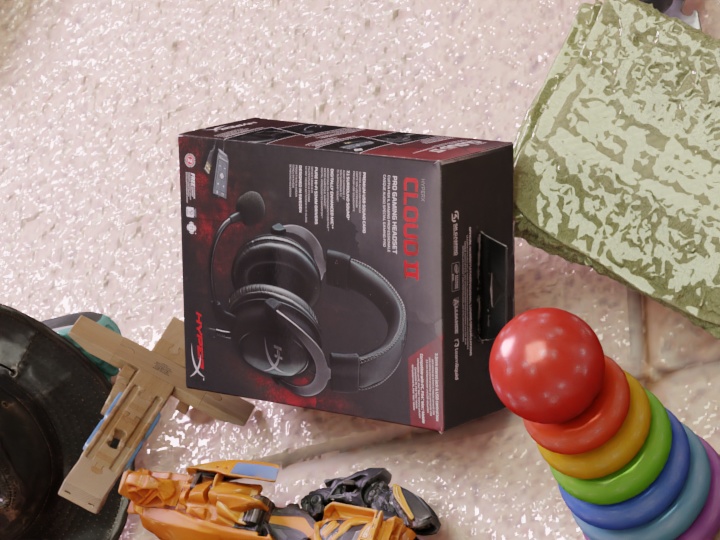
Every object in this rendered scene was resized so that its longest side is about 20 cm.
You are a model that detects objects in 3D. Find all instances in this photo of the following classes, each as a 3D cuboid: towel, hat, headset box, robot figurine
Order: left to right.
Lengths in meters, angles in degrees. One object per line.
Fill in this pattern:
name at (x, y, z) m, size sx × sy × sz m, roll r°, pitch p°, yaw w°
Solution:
hat at (-0.230, 0.107, 1.486) m, size 0.200 × 0.081 × 0.201 m, roll 0°, pitch 84°, yaw 4°
robot figurine at (-0.053, 0.166, 1.413) m, size 0.199 × 0.058 × 0.145 m, roll 2°, pitch 62°, yaw 33°
headset box at (0.000, 0.000, 1.433) m, size 0.200 × 0.077 × 0.149 m, roll 9°, pitch 106°, yaw 36°
towel at (0.174, -0.053, 1.394) m, size 0.200 × 0.036 × 0.149 m, roll 27°, pitch 91°, yaw 27°

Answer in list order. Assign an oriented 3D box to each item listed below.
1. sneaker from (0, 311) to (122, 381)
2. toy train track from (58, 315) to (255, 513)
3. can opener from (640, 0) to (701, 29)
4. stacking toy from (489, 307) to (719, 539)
sneaker at (-0.237, 0.060, 1.592) m, size 0.200 × 0.078 × 0.091 m, roll -23°, pitch 45°, yaw 14°
toy train track at (-0.130, 0.086, 1.476) m, size 0.033 × 0.114 × 0.200 m, roll -63°, pitch -1°, yaw 28°
can opener at (0.166, -0.115, 1.469) m, size 0.053 × 0.066 × 0.201 m, roll -17°, pitch 58°, yaw 23°
stacking toy at (0.116, 0.082, 1.270) m, size 0.085 × 0.200 × 0.086 m, roll -16°, pitch 52°, yaw 22°
